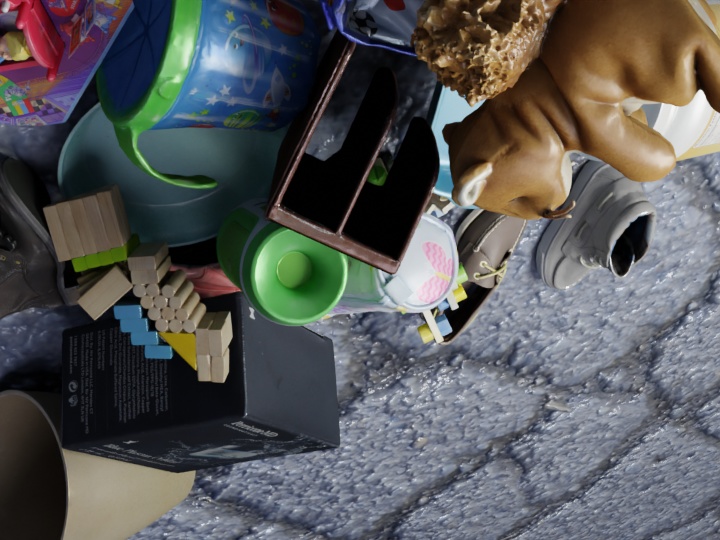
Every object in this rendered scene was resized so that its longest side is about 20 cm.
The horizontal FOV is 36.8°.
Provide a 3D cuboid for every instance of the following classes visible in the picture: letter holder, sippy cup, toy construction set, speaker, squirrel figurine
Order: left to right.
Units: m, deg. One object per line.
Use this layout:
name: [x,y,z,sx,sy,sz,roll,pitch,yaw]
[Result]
sippy cup: [-0.105,-0.158,0.776,0.129,0.141,0.178,9,134,-35]
speaker: [-0.067,-0.011,0.872,0.087,0.200,0.090,-2,98,-14]
letter holder: [0.006,-0.108,0.806,0.100,0.200,0.143,23,106,-9]
toy construction set: [0.048,-0.035,1.015,0.091,0.132,0.201,-17,143,-9]
squirrel figurine: [0.112,-0.126,0.669,0.186,0.142,0.200,-37,122,26]

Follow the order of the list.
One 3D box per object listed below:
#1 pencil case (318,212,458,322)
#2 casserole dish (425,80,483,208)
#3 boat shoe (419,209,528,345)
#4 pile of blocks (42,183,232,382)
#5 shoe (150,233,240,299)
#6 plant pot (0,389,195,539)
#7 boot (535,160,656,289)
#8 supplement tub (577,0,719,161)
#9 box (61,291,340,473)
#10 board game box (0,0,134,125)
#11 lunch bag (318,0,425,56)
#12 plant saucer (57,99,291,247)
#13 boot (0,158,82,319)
pencil case: [0.000,0.000,0.952,0.090,0.084,0.199,-35,-167,-30]
casserole dish: [0.111,-0.142,0.867,0.120,0.039,0.201,-1,129,-22]
boat shoe: [0.124,-0.002,1.155,0.071,0.060,0.201,7,134,-33]
pile of blocks: [-0.181,0.013,0.903,0.082,0.062,0.201,-36,101,12]
shoe: [-0.109,0.001,1.027,0.198,0.072,0.091,-4,146,-16]
plant pot: [-0.279,0.214,1.141,0.199,0.188,0.187,2,140,-50]
boot: [0.252,-0.024,1.162,0.073,0.096,0.201,-8,141,-18]
supplement tub: [0.264,-0.166,0.917,0.199,0.145,0.145,-14,146,-38]
box: [-0.149,0.115,1.039,0.198,0.119,0.196,-13,159,21]
board game box: [-0.254,-0.159,0.734,0.157,0.039,0.200,22,137,-26]
lunch bag: [0.052,-0.231,0.736,0.198,0.171,0.125,-16,132,-8]
plant saucer: [-0.156,-0.099,0.910,0.198,0.036,0.201,-14,143,-11]
boot: [-0.334,0.002,0.917,0.172,0.070,0.201,-18,145,-7]
